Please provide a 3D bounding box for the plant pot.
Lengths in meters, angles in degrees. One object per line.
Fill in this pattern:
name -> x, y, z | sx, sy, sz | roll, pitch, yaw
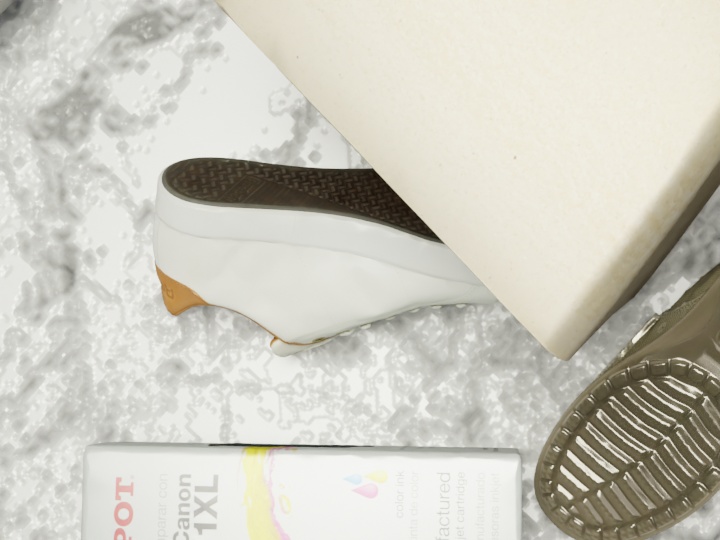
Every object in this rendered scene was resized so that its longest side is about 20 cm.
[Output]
plant pot -> 0.091, -0.111, 0.673 | 0.200, 0.200, 0.177 | 45, 107, 8

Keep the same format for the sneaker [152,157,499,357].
sneaker -> 0.000, 0.000, 0.772 | 0.197, 0.073, 0.086 | 8, 119, -2

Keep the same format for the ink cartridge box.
ink cartridge box -> -0.026, 0.154, 0.739 | 0.197, 0.083, 0.148 | 0, 85, 5

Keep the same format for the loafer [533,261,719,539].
loafer -> 0.161, 0.048, 0.743 | 0.076, 0.068, 0.200 | 46, 106, 9

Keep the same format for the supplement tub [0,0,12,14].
supplement tub -> -0.227, -0.156, 0.765 | 0.132, 0.132, 0.200 | 42, 89, 8
